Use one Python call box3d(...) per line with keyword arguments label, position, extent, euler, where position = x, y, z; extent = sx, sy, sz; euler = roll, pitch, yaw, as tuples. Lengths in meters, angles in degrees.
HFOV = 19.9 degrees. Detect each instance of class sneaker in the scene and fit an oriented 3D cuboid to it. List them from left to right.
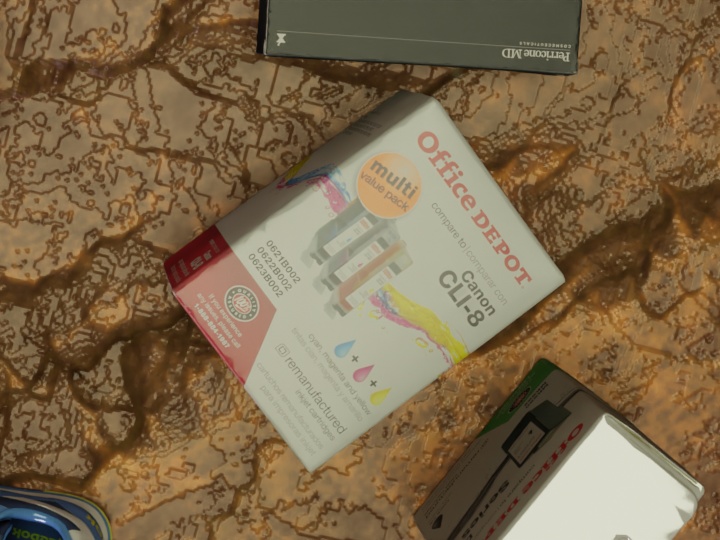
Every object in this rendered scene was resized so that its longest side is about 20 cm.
box3d(label="sneaker", position=(-0.260, 0.168, 1.309), extent=(0.200, 0.082, 0.074), euler=(5, 98, -5))

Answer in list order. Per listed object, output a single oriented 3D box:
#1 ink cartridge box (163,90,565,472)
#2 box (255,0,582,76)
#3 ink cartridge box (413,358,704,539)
box3d(label="ink cartridge box", position=(0.000, 0.000, 1.286), extent=(0.200, 0.145, 0.145), euler=(-37, 99, -2))
box3d(label="box", position=(0.038, -0.199, 1.300), extent=(0.200, 0.079, 0.141), euler=(3, 94, -7))
box3d(label="ink cartridge box", position=(0.120, 0.148, 1.290), extent=(0.084, 0.200, 0.146), euler=(39, 91, -9))
